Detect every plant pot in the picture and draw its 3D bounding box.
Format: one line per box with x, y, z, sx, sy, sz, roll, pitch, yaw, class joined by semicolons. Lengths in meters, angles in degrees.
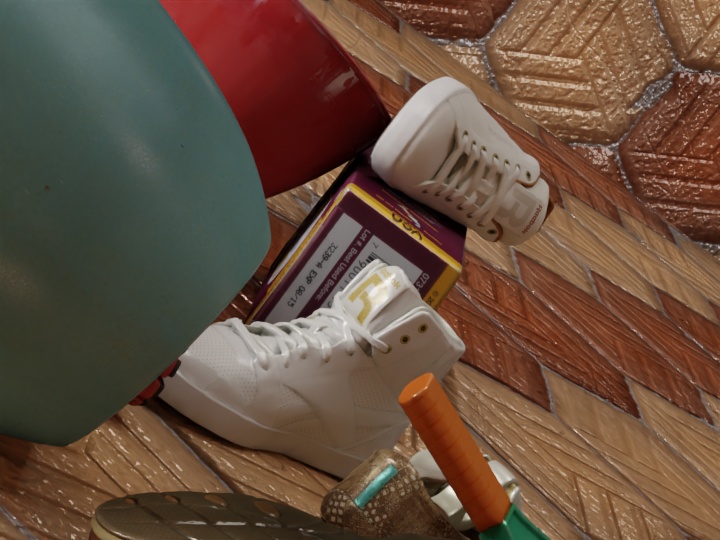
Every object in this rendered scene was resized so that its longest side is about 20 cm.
-0.134;-0.027;1.082;0.161;0.200;0.201;47;9;-10;plant pot

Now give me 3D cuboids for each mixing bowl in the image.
-0.087;-0.112;1.574;0.200;0.108;0.200;42;-8;7;mixing bowl

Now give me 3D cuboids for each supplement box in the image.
0.000;0.000;1.596;0.085;0.111;0.200;37;10;-4;supplement box

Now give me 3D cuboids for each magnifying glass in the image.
0.078;0.139;1.308;0.201;0.022;0.080;57;29;-13;magnifying glass

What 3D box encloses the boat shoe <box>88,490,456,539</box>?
-0.019;0.140;1.074;0.199;0.068;0.072;14;14;-21;boat shoe

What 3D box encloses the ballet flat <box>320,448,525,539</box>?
0.050;0.126;1.358;0.070;0.065;0.200;42;11;24;ballet flat

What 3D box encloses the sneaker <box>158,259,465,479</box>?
-0.028;0.034;1.356;0.200;0.116;0.074;22;20;-51;sneaker

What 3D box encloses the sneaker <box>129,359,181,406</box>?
-0.155;-0.021;1.268;0.082;0.078;0.200;24;17;-46;sneaker

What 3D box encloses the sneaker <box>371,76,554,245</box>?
0.072;-0.061;1.587;0.085;0.073;0.200;38;9;19;sneaker
